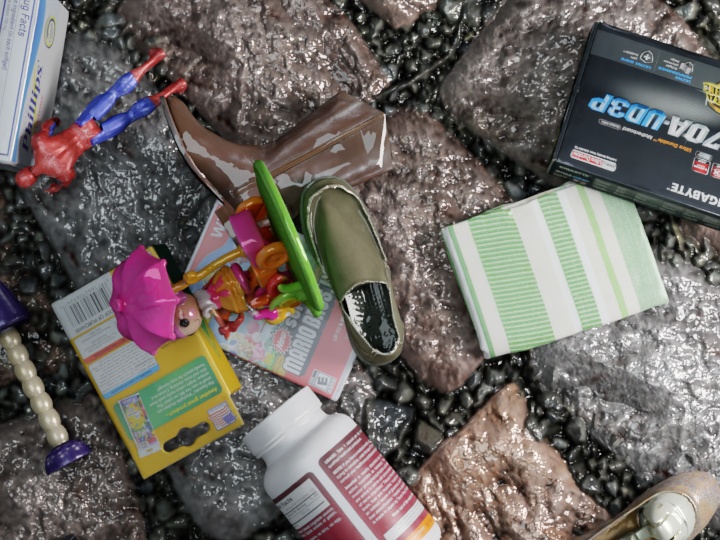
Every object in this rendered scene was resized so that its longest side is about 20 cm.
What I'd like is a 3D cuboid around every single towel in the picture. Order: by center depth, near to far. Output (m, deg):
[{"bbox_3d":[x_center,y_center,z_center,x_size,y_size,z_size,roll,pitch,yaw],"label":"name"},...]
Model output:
[{"bbox_3d":[0.198,-0.007,1.293,0.198,0.023,0.154,-19,87,0],"label":"towel"}]

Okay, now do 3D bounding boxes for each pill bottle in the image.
[{"bbox_3d":[-0.022,0.218,1.242,0.113,0.113,0.200,-39,86,0],"label":"pill bottle"}]

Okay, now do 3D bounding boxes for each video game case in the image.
[{"bbox_3d":[-0.086,0.029,1.303,0.199,0.017,0.144,24,88,4],"label":"video game case"}]

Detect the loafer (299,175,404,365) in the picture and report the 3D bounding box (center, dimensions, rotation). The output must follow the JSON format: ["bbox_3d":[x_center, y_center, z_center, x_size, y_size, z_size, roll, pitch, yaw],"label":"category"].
[{"bbox_3d":[0.000,0.000,1.249,0.075,0.070,0.201,-24,97,-9],"label":"loafer"}]

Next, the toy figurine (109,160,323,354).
[{"bbox_3d":[-0.143,0.015,1.186,0.183,0.200,0.151,-24,63,-5],"label":"toy figurine"}]

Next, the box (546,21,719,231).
[{"bbox_3d":[0.305,-0.146,1.273,0.198,0.046,0.160,19,78,3],"label":"box"}]

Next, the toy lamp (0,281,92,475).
[{"bbox_3d":[-0.340,0.107,1.290,0.058,0.058,0.201,-27,89,0],"label":"toy lamp"}]

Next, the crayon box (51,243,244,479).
[{"bbox_3d":[-0.209,0.091,1.276,0.125,0.052,0.201,-28,88,10],"label":"crayon box"}]

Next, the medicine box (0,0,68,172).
[{"bbox_3d":[-0.420,-0.206,1.286,0.198,0.103,0.184,9,88,2],"label":"medicine box"}]

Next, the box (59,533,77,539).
[{"bbox_3d":[-0.308,0.381,1.233,0.114,0.132,0.201,-25,86,-1],"label":"box"}]

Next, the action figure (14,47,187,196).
[{"bbox_3d":[-0.280,-0.145,1.295,0.200,0.099,0.065,-42,105,-24],"label":"action figure"}]

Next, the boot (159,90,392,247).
[{"bbox_3d":[-0.082,-0.142,1.284,0.199,0.064,0.187,-32,94,-4],"label":"boot"}]

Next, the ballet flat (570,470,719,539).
[{"bbox_3d":[0.278,0.267,1.251,0.199,0.067,0.068,-33,86,0],"label":"ballet flat"}]
